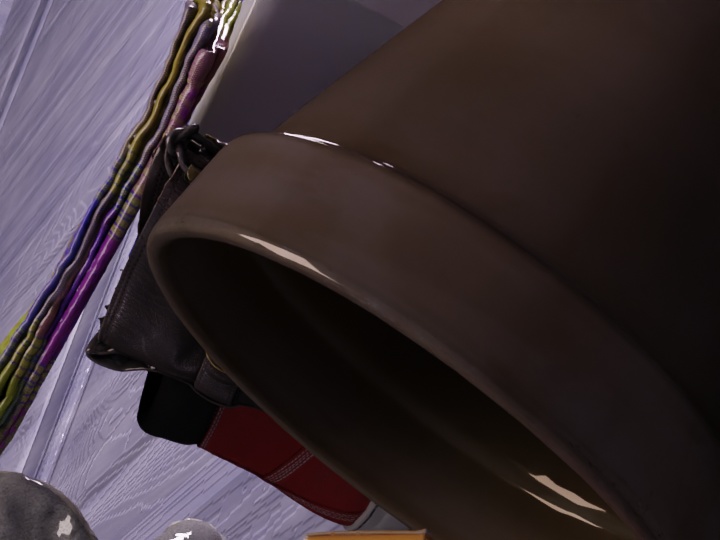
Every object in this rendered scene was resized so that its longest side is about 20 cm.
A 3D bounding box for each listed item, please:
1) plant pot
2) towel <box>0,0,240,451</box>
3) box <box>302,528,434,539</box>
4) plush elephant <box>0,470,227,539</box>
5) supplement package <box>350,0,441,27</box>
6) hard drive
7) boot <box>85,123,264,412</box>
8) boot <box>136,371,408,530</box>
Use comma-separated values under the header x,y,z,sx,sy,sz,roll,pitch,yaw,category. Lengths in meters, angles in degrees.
x,y,z,sx,sy,sz,roll,pitch,yaw,category
0.064,-0.013,0.738,0.174,0.200,0.200,-52,12,-17,plant pot
-0.104,-0.029,0.991,0.201,0.023,0.144,-60,8,12,towel
0.012,0.182,0.662,0.119,0.041,0.201,51,-140,-66,box
-0.128,0.167,1.009,0.165,0.154,0.200,-66,16,-8,plush elephant
0.082,-0.202,0.968,0.192,0.147,0.200,-57,18,26,supplement package
-0.005,-0.071,1.084,0.201,0.131,0.025,-66,23,-2,hard drive
0.000,0.000,0.875,0.200,0.174,0.069,-57,0,30,boot
-0.004,0.007,0.951,0.200,0.144,0.073,-56,17,25,boot
